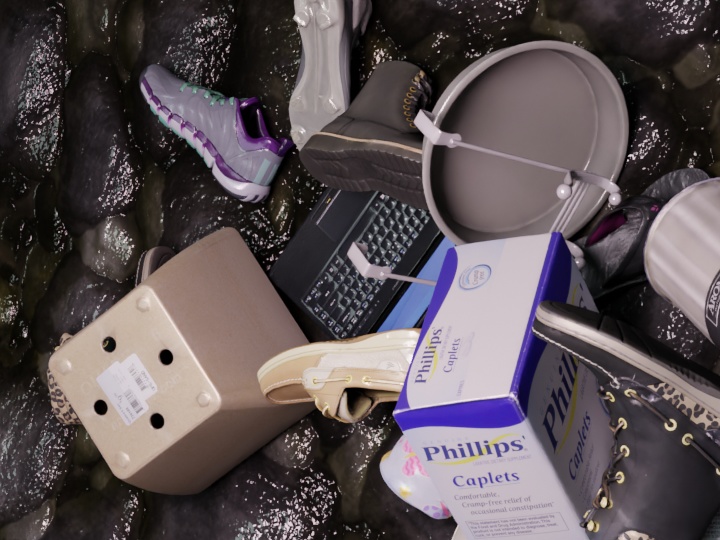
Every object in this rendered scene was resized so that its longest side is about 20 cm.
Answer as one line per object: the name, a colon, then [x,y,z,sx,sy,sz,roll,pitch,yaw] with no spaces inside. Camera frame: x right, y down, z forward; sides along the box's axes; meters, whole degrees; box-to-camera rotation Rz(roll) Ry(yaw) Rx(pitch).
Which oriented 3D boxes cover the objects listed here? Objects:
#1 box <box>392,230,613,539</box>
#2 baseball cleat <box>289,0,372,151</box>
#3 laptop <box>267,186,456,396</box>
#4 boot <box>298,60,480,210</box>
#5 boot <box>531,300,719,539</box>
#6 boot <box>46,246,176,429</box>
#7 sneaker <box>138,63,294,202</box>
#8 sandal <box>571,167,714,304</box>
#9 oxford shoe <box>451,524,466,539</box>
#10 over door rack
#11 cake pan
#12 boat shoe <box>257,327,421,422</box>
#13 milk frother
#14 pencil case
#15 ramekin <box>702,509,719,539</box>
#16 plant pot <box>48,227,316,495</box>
box: [0.130,0.106,1.394,0.104,0.201,0.185,-9,40,29]
baseball cleat: [-0.022,-0.206,1.722,0.069,0.106,0.201,20,125,23]
laptop: [0.000,0.000,1.648,0.200,0.103,0.178,44,109,22]
boot: [0.051,-0.137,1.623,0.199,0.078,0.139,17,59,38]
boot: [0.192,0.127,1.296,0.202,0.074,0.155,28,103,-1]
boot: [-0.257,0.077,1.854,0.150,0.073,0.202,-1,90,35]
sneaker: [-0.143,-0.163,1.802,0.200,0.074,0.088,46,115,21]
sandal: [0.224,-0.019,1.518,0.200,0.048,0.076,-36,63,28]
oxford shoe: [0.129,0.210,1.554,0.075,0.058,0.201,45,112,28]
over door rack: [0.109,-0.031,1.472,0.148,0.199,0.067,-62,28,23]
cake pan: [0.138,-0.107,1.516,0.201,0.199,0.037,-62,33,13]
boat shoe: [-0.011,0.100,1.554,0.199,0.074,0.067,-15,66,37]
milk frother: [0.359,0.012,1.372,0.181,0.199,0.188,-53,27,12]
pencil case: [0.099,0.125,1.572,0.201,0.083,0.091,-57,47,16]
ramekin: [0.290,0.182,1.366,0.199,0.105,0.202,-5,80,30]
plant pot: [-0.177,0.096,1.678,0.199,0.177,0.200,-36,82,18]
